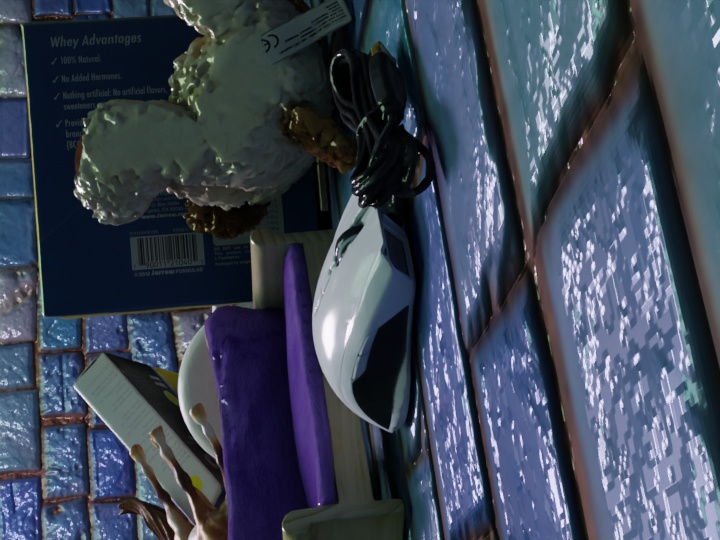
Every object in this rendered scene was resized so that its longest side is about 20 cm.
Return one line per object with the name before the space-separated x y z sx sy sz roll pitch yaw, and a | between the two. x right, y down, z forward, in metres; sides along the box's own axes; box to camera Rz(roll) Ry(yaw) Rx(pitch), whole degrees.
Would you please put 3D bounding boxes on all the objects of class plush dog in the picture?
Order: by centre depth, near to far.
plush dog | -0.064 -0.102 0.766 0.172 0.159 0.202 -9 -58 -84

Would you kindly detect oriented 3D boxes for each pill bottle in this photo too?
pill bottle | -0.074 0.081 0.906 0.200 0.113 0.116 162 103 -83

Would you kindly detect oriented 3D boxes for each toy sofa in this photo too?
toy sofa | -0.038 0.077 0.706 0.083 0.096 0.202 94 169 -52

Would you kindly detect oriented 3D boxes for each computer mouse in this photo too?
computer mouse | 0.000 0.000 0.572 0.110 0.043 0.202 -105 13 -48

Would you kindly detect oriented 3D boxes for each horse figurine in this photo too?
horse figurine | -0.102 0.163 0.801 0.133 0.050 0.200 61 153 4

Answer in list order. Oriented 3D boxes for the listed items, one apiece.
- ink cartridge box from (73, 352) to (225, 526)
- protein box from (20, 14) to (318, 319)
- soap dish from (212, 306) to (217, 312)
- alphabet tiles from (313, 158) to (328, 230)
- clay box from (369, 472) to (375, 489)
ink cartridge box | -0.110 0.157 0.977 0.200 0.047 0.198 42 -178 21
protein box | -0.137 -0.073 0.914 0.135 0.196 0.203 159 106 -82
soap dish | -0.133 0.115 1.482 0.200 0.080 0.159 102 162 -66
alphabet tiles | -0.043 -0.099 0.956 0.200 0.007 0.169 -147 53 -81
clay box | -0.031 0.190 0.820 0.200 0.047 0.116 118 162 -79
